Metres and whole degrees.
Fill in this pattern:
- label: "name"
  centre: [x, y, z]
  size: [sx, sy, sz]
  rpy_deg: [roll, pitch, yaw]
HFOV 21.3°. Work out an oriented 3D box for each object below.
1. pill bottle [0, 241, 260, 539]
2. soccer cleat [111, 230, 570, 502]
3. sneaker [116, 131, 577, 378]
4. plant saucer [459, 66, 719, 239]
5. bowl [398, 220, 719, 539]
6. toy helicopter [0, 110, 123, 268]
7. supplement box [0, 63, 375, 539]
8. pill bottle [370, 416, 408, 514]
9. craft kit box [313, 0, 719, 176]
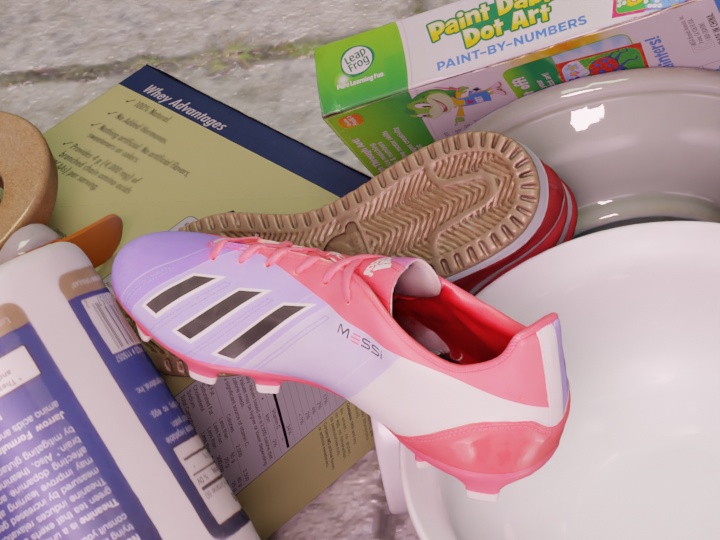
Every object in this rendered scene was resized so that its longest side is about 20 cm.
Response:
- label: "pill bottle"
  centre: [-0.107, 0.099, 0.747]
  size: [0.111, 0.111, 0.200]
  rpy_deg: [-31, 88, -22]
- label: "soccer cleat"
  centre: [-0.010, 0.015, 0.717]
  size: [0.200, 0.077, 0.067]
  rpy_deg: [25, 38, 28]
- label: "sneaker"
  centre: [0.000, 0.000, 0.827]
  size: [0.200, 0.112, 0.071]
  rpy_deg: [-19, 79, 20]
- label: "plant saucer"
  centre: [0.123, -0.020, 0.919]
  size: [0.200, 0.200, 0.050]
  rpy_deg: [-10, 60, 3]
- label: "bowl"
  centre: [0.121, 0.084, 0.741]
  size: [0.201, 0.090, 0.201]
  rpy_deg: [-9, 48, 10]
- label: "toy helicopter"
  centre: [-0.191, 0.010, 0.852]
  size: [0.132, 0.079, 0.200]
  rpy_deg: [11, 57, 12]
- label: "supplement box"
  centre: [-0.104, 0.030, 0.948]
  size: [0.200, 0.134, 0.200]
  rpy_deg: [29, 55, 37]
- label: "pill bottle"
  centre: [0.106, 0.057, 0.887]
  size: [0.200, 0.109, 0.109]
  rpy_deg: [-10, 40, 3]
- label: "craft kit box"
  centre: [0.106, -0.074, 0.922]
  size: [0.197, 0.200, 0.049]
  rpy_deg: [-18, 61, 15]
